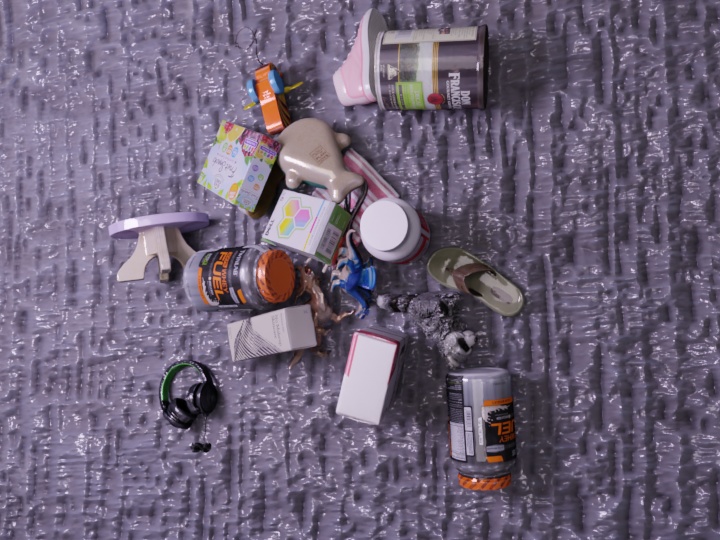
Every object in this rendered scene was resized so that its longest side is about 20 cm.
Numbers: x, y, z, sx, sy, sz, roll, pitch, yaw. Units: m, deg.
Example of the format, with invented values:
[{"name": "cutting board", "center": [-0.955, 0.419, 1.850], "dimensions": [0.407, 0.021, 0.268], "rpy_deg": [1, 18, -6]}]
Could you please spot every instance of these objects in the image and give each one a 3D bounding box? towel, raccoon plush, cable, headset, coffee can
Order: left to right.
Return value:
[{"name": "headset", "center": [-0.355, 0.281, 1.328], "dimensions": [0.123, 0.094, 0.202], "rpy_deg": [-34, 69, 11]}, {"name": "cable", "center": [-0.035, -0.088, 1.255], "dimensions": [0.097, 0.050, 0.202], "rpy_deg": [34, 98, 18]}, {"name": "towel", "center": [-0.034, -0.125, 1.295], "dimensions": [0.146, 0.030, 0.200], "rpy_deg": [44, 98, 11]}, {"name": "raccoon plush", "center": [0.131, 0.111, 1.237], "dimensions": [0.198, 0.096, 0.137], "rpy_deg": [4, 105, 44]}, {"name": "coffee can", "center": [0.136, -0.374, 1.202], "dimensions": [0.196, 0.146, 0.149], "rpy_deg": [2, 88, 15]}]

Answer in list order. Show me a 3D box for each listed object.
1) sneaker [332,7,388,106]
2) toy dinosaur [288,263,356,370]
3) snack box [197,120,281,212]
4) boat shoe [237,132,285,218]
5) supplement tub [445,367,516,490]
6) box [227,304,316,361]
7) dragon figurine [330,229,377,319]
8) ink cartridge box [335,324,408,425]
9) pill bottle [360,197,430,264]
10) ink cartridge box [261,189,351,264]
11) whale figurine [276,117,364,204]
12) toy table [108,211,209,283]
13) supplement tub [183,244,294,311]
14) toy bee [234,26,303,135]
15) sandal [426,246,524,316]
[{"name": "sneaker", "center": [-0.005, -0.417, 1.275], "dimensions": [0.103, 0.075, 0.204], "rpy_deg": [-9, 69, 37]}, {"name": "toy dinosaur", "center": [-0.103, 0.092, 1.282], "dimensions": [0.135, 0.085, 0.202], "rpy_deg": [37, 109, 20]}, {"name": "snack box", "center": [-0.246, -0.212, 1.287], "dimensions": [0.199, 0.052, 0.144], "rpy_deg": [29, 98, 52]}, {"name": "boat shoe", "center": [-0.195, -0.207, 1.319], "dimensions": [0.069, 0.071, 0.202], "rpy_deg": [22, 80, 42]}, {"name": "supplement tub", "center": [0.219, 0.283, 1.169], "dimensions": [0.120, 0.122, 0.204], "rpy_deg": [-4, 88, 14]}, {"name": "box", "center": [-0.176, 0.124, 1.255], "dimensions": [0.198, 0.068, 0.084], "rpy_deg": [-19, 80, 45]}, {"name": "dragon figurine", "center": [0.000, 0.000, 1.215], "dimensions": [0.098, 0.059, 0.202], "rpy_deg": [9, 124, -9]}, {"name": "ink cartridge box", "center": [0.027, 0.185, 1.181], "dimensions": [0.083, 0.200, 0.148], "rpy_deg": [14, 91, 8]}, {"name": "pill bottle", "center": [0.062, -0.072, 1.181], "dimensions": [0.110, 0.200, 0.115], "rpy_deg": [-1, 87, 14]}, {"name": "ink cartridge box", "center": [-0.123, -0.092, 1.248], "dimensions": [0.198, 0.059, 0.105], "rpy_deg": [19, 82, 38]}, {"name": "whale figurine", "center": [-0.078, -0.202, 1.257], "dimensions": [0.159, 0.104, 0.200], "rpy_deg": [-41, 68, -13]}, {"name": "toy table", "center": [-0.404, -0.045, 1.319], "dimensions": [0.196, 0.184, 0.119], "rpy_deg": [-9, 84, -9]}, {"name": "supplement tub", "center": [-0.233, 0.016, 1.248], "dimensions": [0.197, 0.122, 0.125], "rpy_deg": [-5, 87, 30]}, {"name": "toy bee", "center": [-0.175, -0.376, 1.303], "dimensions": [0.128, 0.109, 0.204], "rpy_deg": [5, 100, 15]}, {"name": "sandal", "center": [0.218, 0.016, 1.211], "dimensions": [0.199, 0.057, 0.081], "rpy_deg": [28, 95, 14]}]
